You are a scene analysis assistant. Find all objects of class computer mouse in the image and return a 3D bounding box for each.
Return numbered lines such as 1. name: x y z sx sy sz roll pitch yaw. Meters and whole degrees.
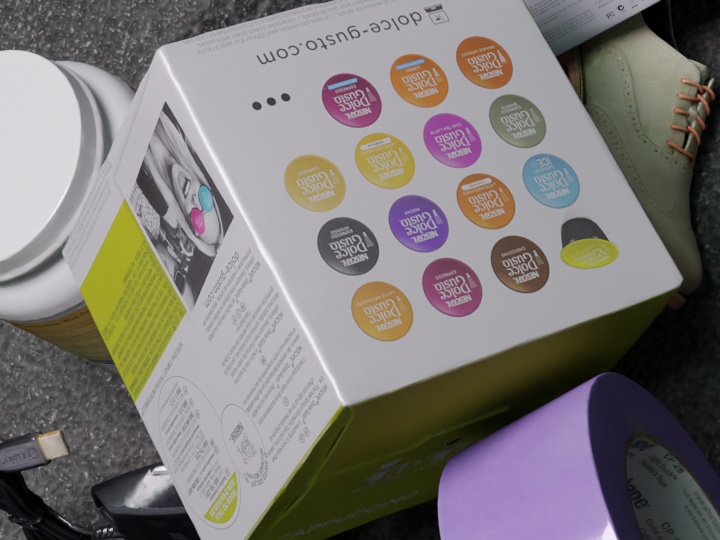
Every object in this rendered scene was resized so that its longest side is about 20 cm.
1. computer mouse: -0.115 0.112 1.588 0.199 0.140 0.046 -6 56 30

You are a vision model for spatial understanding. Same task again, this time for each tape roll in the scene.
1. tape roll: 0.125 0.155 1.377 0.085 0.200 0.201 -29 59 21

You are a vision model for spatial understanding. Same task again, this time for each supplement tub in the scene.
1. supplement tub: -0.144 -0.028 1.614 0.144 0.200 0.145 -11 67 28

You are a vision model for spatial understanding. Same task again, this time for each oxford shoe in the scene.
1. oxford shoe: 0.149 -0.076 1.529 0.074 0.071 0.201 -25 61 19

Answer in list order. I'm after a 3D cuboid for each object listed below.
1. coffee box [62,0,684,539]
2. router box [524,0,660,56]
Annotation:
1. coffee box: 0.000 0.000 1.446 0.198 0.199 0.200 62 149 18
2. router box: 0.122 -0.200 1.562 0.199 0.049 0.180 -28 36 20
